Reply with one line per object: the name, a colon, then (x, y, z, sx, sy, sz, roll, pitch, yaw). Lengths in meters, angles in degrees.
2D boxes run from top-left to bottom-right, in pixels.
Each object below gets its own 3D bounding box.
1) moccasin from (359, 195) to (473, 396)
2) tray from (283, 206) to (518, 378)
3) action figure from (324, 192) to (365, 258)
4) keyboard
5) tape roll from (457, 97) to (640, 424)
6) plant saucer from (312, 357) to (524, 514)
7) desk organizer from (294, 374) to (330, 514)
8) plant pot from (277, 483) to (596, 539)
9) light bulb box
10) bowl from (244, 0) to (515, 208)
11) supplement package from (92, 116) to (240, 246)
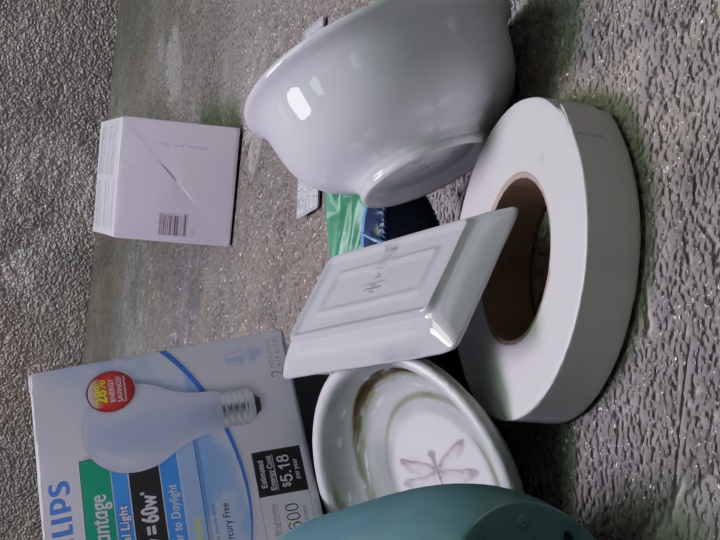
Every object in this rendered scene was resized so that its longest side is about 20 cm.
moccasin: (0.055, 0.027, 1.032, 0.068, 0.080, 0.202, -41, 60, 58)
tray: (0.016, 0.013, 0.950, 0.199, 0.022, 0.108, -15, 42, 55)
action figure: (0.000, 0.000, 1.220, 0.118, 0.054, 0.202, -146, 55, -68)
keyboard: (-0.050, -0.156, 1.491, 0.056, 0.011, 0.202, 150, 123, -69)
tape roll: (0.110, -0.007, 0.904, 0.203, 0.037, 0.205, -174, 90, -72)
plant saucer: (0.049, 0.142, 0.962, 0.199, 0.050, 0.202, 24, 122, 44)
desk organizer: (-0.021, 0.168, 1.211, 0.200, 0.071, 0.078, -118, 35, -60)
plant pot: (0.053, 0.207, 0.790, 0.161, 0.199, 0.202, -36, 50, 48)
light bulb box: (-0.135, 0.171, 1.093, 0.125, 0.198, 0.199, 89, 168, -51)
bowl: (0.028, -0.104, 0.991, 0.091, 0.200, 0.201, 66, 154, 13)
supplement package: (-0.254, -0.114, 1.884, 0.200, 0.150, 0.152, -169, 84, -72)
